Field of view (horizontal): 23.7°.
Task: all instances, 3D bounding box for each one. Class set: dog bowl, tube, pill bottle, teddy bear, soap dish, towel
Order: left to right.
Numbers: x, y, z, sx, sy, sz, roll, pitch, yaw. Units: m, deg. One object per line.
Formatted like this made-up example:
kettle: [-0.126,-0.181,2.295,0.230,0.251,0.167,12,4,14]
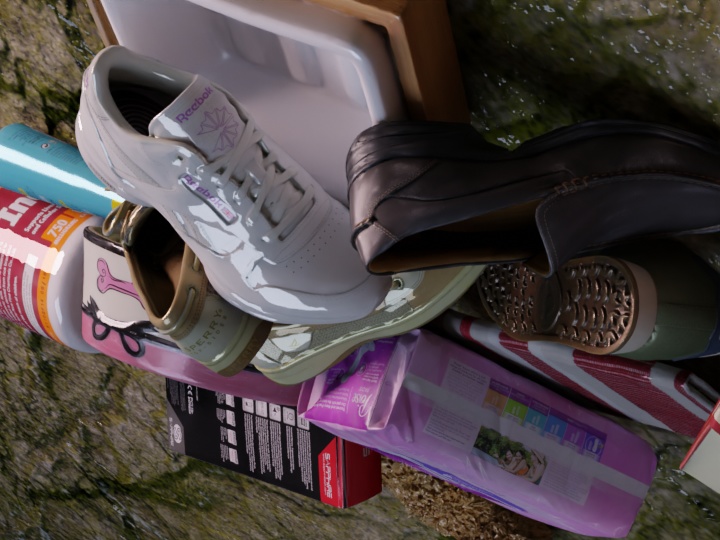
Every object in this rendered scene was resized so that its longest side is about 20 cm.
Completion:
pill bottle: [-0.263,-0.015,1.354,0.199,0.113,0.113,19,150,34]
tube: [-0.186,-0.059,1.253,0.199,0.051,0.077,20,-169,31]
dog bowl: [-0.097,0.032,1.147,0.199,0.074,0.200,16,-177,-1]
soap dish: [-0.037,-0.119,0.906,0.199,0.081,0.158,23,152,28]
teddy bear: [0.056,0.168,1.310,0.200,0.067,0.145,49,155,-22]
towel: [0.135,0.060,1.010,0.199,0.023,0.144,14,169,40]

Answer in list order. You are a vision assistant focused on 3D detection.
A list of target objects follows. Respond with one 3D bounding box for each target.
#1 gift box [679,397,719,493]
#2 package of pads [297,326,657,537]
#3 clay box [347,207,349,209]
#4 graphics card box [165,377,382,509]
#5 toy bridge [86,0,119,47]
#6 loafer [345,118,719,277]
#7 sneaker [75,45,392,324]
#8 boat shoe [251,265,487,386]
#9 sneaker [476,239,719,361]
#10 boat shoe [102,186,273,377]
gift box: [0.254,0.057,0.699,0.186,0.201,0.185,30,160,11]
package of pads: [0.072,0.098,1.063,0.199,0.076,0.120,26,168,-27]
clay box: [-0.059,-0.053,1.094,0.199,0.048,0.115,10,144,47]
graphics card box: [-0.069,0.093,1.291,0.199,0.051,0.126,10,108,43]
toy bridge: [-0.190,-0.190,1.049,0.067,0.027,0.200,2,139,50]
loafer: [0.091,-0.026,0.828,0.198,0.073,0.073,-2,144,6]
sneaker: [-0.070,-0.043,0.894,0.199,0.075,0.100,34,157,7]
boat shoe: [0.000,-0.002,0.990,0.200,0.074,0.063,-30,128,33]
sneaker: [0.136,0.012,0.921,0.089,0.068,0.200,5,-173,-19]
boat shoe: [-0.105,-0.020,0.990,0.063,0.073,0.200,28,-163,-34]
